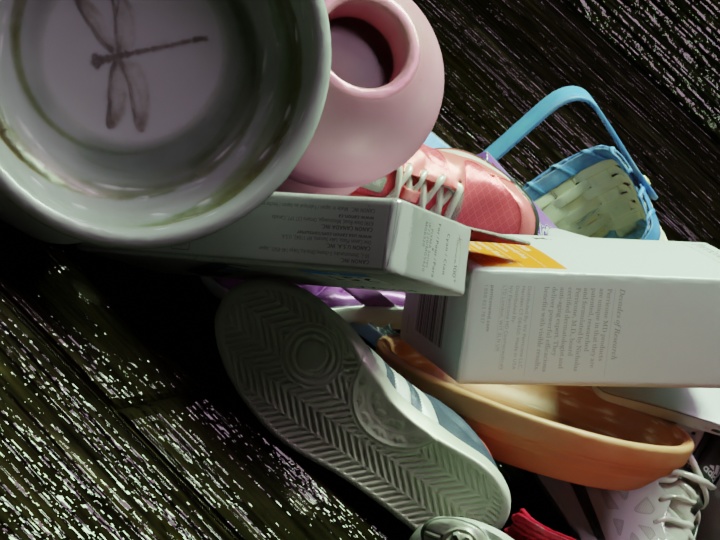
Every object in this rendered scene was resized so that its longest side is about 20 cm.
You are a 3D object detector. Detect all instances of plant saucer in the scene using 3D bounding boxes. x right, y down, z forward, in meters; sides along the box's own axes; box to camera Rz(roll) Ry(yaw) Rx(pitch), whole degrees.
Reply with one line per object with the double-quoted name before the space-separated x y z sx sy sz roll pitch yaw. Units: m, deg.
"plant saucer" -0.116 -0.113 1.334 0.200 0.200 0.050 38 -2 -12
"plant saucer" 0.100 0.088 1.552 0.200 0.038 0.200 17 7 -2

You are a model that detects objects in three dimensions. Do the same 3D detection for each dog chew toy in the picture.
"dog chew toy" -0.032 -0.091 1.478 0.124 0.125 0.200 40 -28 -4

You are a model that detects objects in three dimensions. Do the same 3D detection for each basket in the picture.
"basket" 0.140 -0.024 1.878 0.200 0.176 0.139 45 14 -33

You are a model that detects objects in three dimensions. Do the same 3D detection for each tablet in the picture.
"tablet" 0.193 0.041 1.668 0.130 0.014 0.200 18 28 -17

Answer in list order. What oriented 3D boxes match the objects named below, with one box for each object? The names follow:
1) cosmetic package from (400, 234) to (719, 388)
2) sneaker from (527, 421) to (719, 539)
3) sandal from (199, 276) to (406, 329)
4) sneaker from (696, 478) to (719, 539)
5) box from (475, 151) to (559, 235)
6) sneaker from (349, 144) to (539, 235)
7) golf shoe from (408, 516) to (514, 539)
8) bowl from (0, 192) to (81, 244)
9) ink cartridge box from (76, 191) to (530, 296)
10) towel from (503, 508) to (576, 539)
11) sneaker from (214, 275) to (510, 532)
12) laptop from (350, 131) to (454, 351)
"cosmetic package" 0.136 0.024 1.542 0.200 0.071 0.101 2 13 -21
"sneaker" 0.189 0.150 1.586 0.076 0.115 0.201 51 5 -41
"sandal" -0.002 -0.005 1.575 0.202 0.050 0.083 7 36 -22
"sneaker" 0.214 0.128 1.687 0.076 0.092 0.200 -1 63 -64
"box" 0.117 0.033 1.729 0.200 0.039 0.137 44 39 -40
"sneaker" 0.015 -0.051 1.605 0.200 0.074 0.087 24 11 0
"golf shoe" 0.110 0.197 1.370 0.200 0.078 0.097 42 9 1
"bowl" -0.189 -0.120 1.401 0.200 0.075 0.200 36 52 -14
"ink cartridge box" -0.029 -0.014 1.455 0.200 0.045 0.176 5 -5 29
"towel" 0.171 0.211 1.410 0.200 0.022 0.145 46 -12 -29
"sneaker" -0.002 0.078 1.447 0.200 0.075 0.085 44 6 -5
"laptop" -0.004 -0.045 1.686 0.187 0.116 0.200 38 10 -10
